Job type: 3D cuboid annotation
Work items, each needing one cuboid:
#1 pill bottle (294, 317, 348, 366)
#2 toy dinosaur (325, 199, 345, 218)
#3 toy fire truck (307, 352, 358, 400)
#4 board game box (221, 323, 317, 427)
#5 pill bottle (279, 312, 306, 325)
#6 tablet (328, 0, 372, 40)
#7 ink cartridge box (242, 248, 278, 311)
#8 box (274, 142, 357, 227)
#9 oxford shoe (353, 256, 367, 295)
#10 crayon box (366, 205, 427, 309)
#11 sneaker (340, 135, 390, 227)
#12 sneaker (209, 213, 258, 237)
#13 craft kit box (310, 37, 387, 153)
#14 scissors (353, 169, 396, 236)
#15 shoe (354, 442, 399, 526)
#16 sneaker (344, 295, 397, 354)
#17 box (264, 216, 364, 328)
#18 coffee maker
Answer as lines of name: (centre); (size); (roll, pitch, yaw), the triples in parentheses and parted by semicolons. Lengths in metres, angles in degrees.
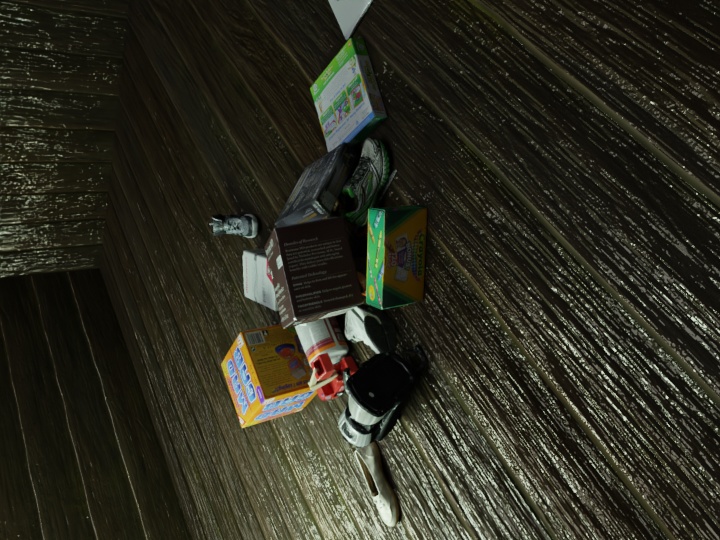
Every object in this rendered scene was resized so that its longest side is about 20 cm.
pill bottle: (-0.114, 0.142, 1.496); (0.110, 0.108, 0.202); (-49, 58, 45)
toy dinosaur: (-0.086, -0.177, 1.442); (0.106, 0.060, 0.204); (10, 104, 54)
toy fire truck: (-0.081, 0.271, 1.447); (0.049, 0.139, 0.201); (60, 138, 26)
board game box: (-0.249, 0.291, 1.630); (0.200, 0.197, 0.202); (-51, 57, 44)
pill bottle: (-0.131, 0.029, 1.427); (0.104, 0.104, 0.203); (-8, 56, 53)
tablet: (-0.037, -0.654, 1.328); (0.130, 0.013, 0.203); (-44, 61, 48)
ink cartridge box: (-0.268, 0.023, 1.704); (0.199, 0.082, 0.148); (16, 110, 52)
box: (-0.101, -0.187, 1.330); (0.157, 0.048, 0.202); (-24, 35, 44)
oxford shoe: (0.000, 0.000, 1.365); (0.072, 0.072, 0.200); (60, 169, -27)
crayon box: (0.075, -0.031, 1.200); (0.058, 0.117, 0.204); (16, 109, 51)
sneaker: (0.008, -0.196, 1.278); (0.078, 0.084, 0.204); (25, 108, 52)
sneaker: (-0.411, -0.142, 1.843); (0.199, 0.112, 0.077); (11, 106, 52)
craft kit box: (-0.033, -0.395, 1.346); (0.199, 0.048, 0.201); (-30, 74, 51)
scissors: (0.036, -0.148, 1.321); (0.199, 0.014, 0.074); (-38, 59, 47)
shoe: (0.037, 0.525, 1.405); (0.070, 0.053, 0.203); (-38, 66, 49)
sneaker: (0.021, 0.148, 1.360); (0.202, 0.074, 0.117); (59, 147, 40)
box: (-0.109, 0.008, 1.294); (0.166, 0.161, 0.204); (144, 113, -69)
coffee maker: (0.049, 0.284, 1.276); (0.201, 0.189, 0.136); (104, 148, -53)
